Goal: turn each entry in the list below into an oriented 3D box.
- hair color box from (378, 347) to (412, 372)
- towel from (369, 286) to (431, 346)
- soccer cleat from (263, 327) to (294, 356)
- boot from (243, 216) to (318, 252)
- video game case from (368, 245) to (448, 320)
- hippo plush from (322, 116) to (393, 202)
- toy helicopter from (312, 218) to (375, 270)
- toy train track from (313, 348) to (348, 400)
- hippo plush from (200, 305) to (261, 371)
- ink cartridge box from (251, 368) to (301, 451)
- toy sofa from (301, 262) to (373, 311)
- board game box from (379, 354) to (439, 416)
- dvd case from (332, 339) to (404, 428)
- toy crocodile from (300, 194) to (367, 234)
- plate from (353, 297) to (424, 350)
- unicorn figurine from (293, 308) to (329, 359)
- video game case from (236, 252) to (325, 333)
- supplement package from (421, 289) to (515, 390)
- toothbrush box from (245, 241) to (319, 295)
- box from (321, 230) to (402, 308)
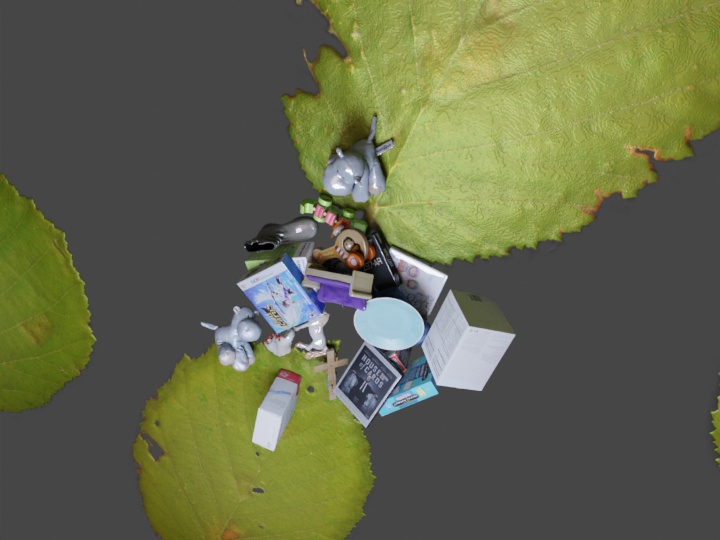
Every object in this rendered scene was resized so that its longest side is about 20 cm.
[{"bbox_3d":[0.055,0.285,1.618,0.197,0.112,0.065,-34,103,26],"label":"hair color box"},{"bbox_3d":[0.113,0.135,1.513,0.109,0.049,0.201,-24,122,30],"label":"towel"},{"bbox_3d":[-0.235,0.220,1.673,0.077,0.070,0.199,43,150,-11],"label":"soccer cleat"},{"bbox_3d":[-0.219,-0.089,1.516,0.193,0.131,0.070,-8,114,20],"label":"boot"},{"bbox_3d":[0.131,0.056,1.537,0.177,0.024,0.205,25,118,5],"label":"video game case"},{"bbox_3d":[-0.007,-0.242,1.354,0.197,0.162,0.161,-34,102,27],"label":"hippo plush"},{"bbox_3d":[-0.062,-0.065,1.459,0.196,0.079,0.136,-14,105,40],"label":"toy helicopter"},{"bbox_3d":[-0.095,0.326,1.724,0.111,0.033,0.206,-10,123,-15],"label":"toy train track"},{"bbox_3d":[-0.372,0.196,1.714,0.161,0.158,0.201,-47,53,12],"label":"hippo plush"},{"bbox_3d":[-0.265,0.442,1.737,0.083,0.201,0.152,19,118,6],"label":"ink cartridge box"},{"bbox_3d":[-0.064,0.043,1.446,0.196,0.082,0.101,10,87,41],"label":"toy sofa"},{"bbox_3d":[0.144,0.329,1.588,0.196,0.152,0.048,-29,106,26],"label":"board game box"},{"bbox_3d":[0.020,0.323,1.556,0.150,0.024,0.203,41,112,23],"label":"dvd case"},{"bbox_3d":[-0.073,-0.146,1.484,0.195,0.062,0.069,27,119,3],"label":"toy crocodile"},{"bbox_3d":[0.078,0.140,1.475,0.192,0.026,0.205,7,133,7],"label":"plate"},{"bbox_3d":[-0.146,0.180,1.661,0.132,0.075,0.204,-5,129,18],"label":"unicorn figurine"},{"bbox_3d":[-0.225,0.070,1.540,0.177,0.046,0.202,-22,117,29],"label":"video game case"},{"bbox_3d":[0.283,0.188,1.453,0.147,0.153,0.205,11,121,-21],"label":"supplement package"},{"bbox_3d":[-0.216,0.007,1.575,0.193,0.087,0.150,-3,123,20],"label":"toothbrush box"},{"bbox_3d":[0.000,0.000,1.523,0.195,0.044,0.164,-20,102,30],"label":"box"}]
